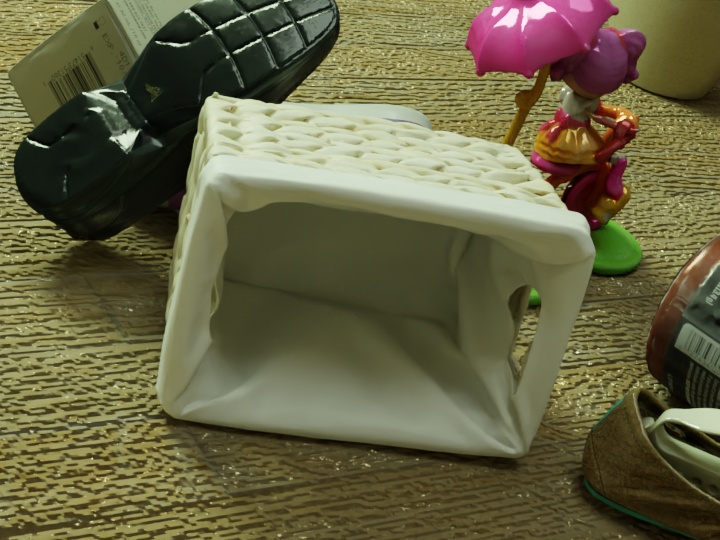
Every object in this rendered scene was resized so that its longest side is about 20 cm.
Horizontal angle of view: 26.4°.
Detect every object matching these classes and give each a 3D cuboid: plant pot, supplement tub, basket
[{"bbox_3d":[0.292,-0.259,1.332,0.185,0.202,0.188,13,28,-7],"label":"plant pot"},{"bbox_3d":[0.261,0.067,0.840,0.106,0.108,0.199,-15,41,-44],"label":"supplement tub"},{"bbox_3d":[0.000,0.000,0.792,0.197,0.137,0.124,9,25,-14],"label":"basket"}]

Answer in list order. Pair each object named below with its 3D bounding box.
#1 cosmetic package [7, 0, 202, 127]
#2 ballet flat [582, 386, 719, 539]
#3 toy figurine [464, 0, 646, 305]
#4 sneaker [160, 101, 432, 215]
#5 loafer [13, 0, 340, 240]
[{"bbox_3d":[-0.116,-0.137,0.984,0.199,0.105,0.072,-31,93,-53],"label":"cosmetic package"},{"bbox_3d":[0.207,0.115,0.762,0.198,0.073,0.068,27,30,17],"label":"ballet flat"},{"bbox_3d":[0.124,-0.096,0.971,0.198,0.186,0.150,1,32,-28],"label":"toy figurine"},{"bbox_3d":[-0.050,-0.037,0.895,0.198,0.073,0.116,-4,59,0],"label":"sneaker"},{"bbox_3d":[-0.094,-0.088,0.850,0.199,0.072,0.073,-31,62,1],"label":"loafer"}]
